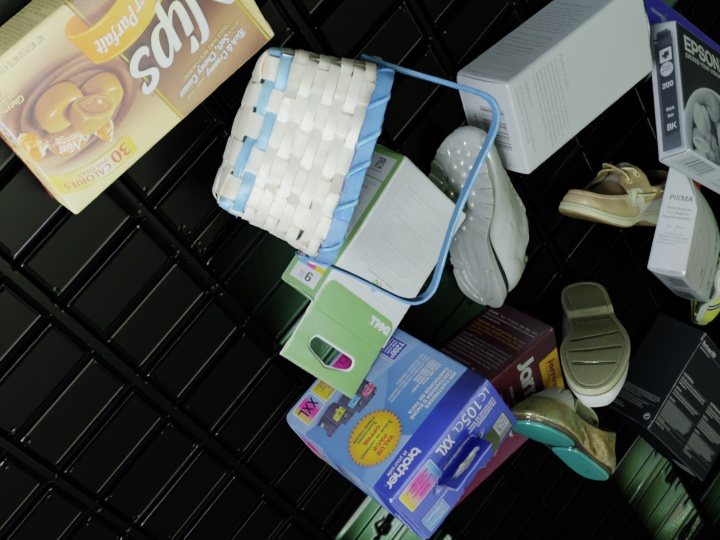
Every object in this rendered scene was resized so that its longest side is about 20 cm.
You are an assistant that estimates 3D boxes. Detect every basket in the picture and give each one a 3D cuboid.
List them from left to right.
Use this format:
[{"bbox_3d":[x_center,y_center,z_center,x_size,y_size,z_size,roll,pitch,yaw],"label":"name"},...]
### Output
[{"bbox_3d":[-0.004,-0.085,0.771,0.197,0.139,0.179,21,96,-8],"label":"basket"}]

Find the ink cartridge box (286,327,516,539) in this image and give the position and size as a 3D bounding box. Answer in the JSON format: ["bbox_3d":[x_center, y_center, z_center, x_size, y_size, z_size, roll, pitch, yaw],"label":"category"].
[{"bbox_3d":[0.044,0.141,0.883,0.137,0.199,0.077,-49,131,-12],"label":"ink cartridge box"}]

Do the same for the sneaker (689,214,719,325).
[{"bbox_3d":[0.467,-0.002,1.225,0.202,0.075,0.076,100,1,-45],"label":"sneaker"}]

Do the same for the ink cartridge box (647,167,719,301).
[{"bbox_3d":[0.387,-0.078,1.128,0.162,0.056,0.203,22,84,-59],"label":"ink cartridge box"}]

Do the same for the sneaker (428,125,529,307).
[{"bbox_3d":[0.123,-0.062,0.961,0.080,0.076,0.202,-41,137,-29],"label":"sneaker"}]

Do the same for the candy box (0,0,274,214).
[{"bbox_3d":[-0.166,-0.152,0.683,0.200,0.055,0.116,-46,131,-16],"label":"candy box"}]

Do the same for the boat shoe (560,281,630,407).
[{"bbox_3d":[0.252,0.090,1.058,0.201,0.073,0.069,-70,153,-59],"label":"boat shoe"}]

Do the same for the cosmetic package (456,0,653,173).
[{"bbox_3d":[0.193,-0.194,0.957,0.199,0.074,0.103,-39,129,-24],"label":"cosmetic package"}]

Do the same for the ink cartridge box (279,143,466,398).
[{"bbox_3d":[0.000,0.000,0.883,0.104,0.059,0.202,37,83,-42],"label":"ink cartridge box"}]

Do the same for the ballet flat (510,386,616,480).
[{"bbox_3d":[0.209,0.157,1.012,0.199,0.070,0.071,36,84,-44],"label":"ballet flat"}]

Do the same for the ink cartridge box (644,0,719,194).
[{"bbox_3d":[0.380,-0.191,1.073,0.196,0.043,0.204,15,68,-43],"label":"ink cartridge box"}]

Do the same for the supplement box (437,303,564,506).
[{"bbox_3d":[0.114,0.141,1.019,0.199,0.085,0.112,-36,127,-23],"label":"supplement box"}]

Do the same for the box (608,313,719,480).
[{"bbox_3d":[0.425,0.169,1.297,0.142,0.079,0.200,-54,132,-4],"label":"box"}]

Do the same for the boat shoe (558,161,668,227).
[{"bbox_3d":[0.284,-0.086,1.082,0.198,0.073,0.068,-5,107,-50],"label":"boat shoe"}]
